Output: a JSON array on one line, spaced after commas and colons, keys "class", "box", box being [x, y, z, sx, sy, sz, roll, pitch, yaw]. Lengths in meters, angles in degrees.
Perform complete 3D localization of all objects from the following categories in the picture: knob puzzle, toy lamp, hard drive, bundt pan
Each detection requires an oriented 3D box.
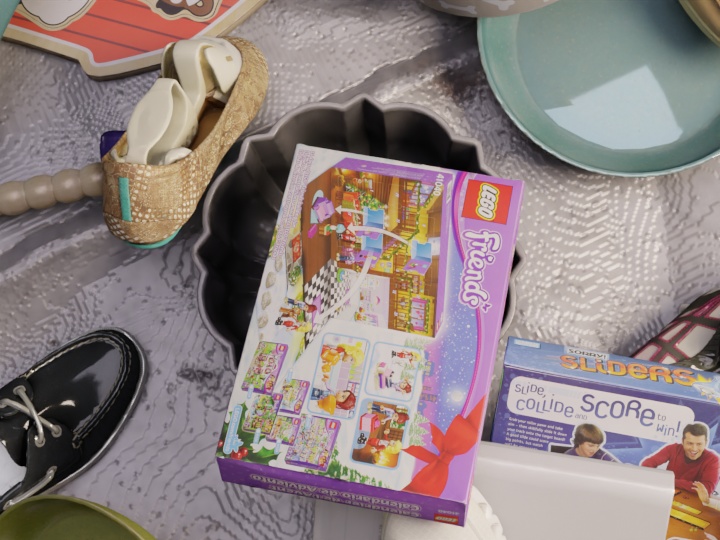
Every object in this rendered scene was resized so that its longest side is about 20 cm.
[{"class": "knob puzzle", "box": [-0.148, -0.223, 1.054, 0.218, 0.030, 0.222, -1, 76, 4]}, {"class": "toy lamp", "box": [-0.209, -0.051, 1.005, 0.198, 0.058, 0.059, -10, 76, 2]}, {"class": "hard drive", "box": [0.072, 0.160, 0.910, 0.198, 0.027, 0.133, 9, 116, 8]}, {"class": "bundt pan", "box": [0.000, 0.000, 0.966, 0.200, 0.076, 0.204, -1, 76, 3]}]

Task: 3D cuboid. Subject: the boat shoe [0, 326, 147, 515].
[{"class": "boat shoe", "box": [-0.213, 0.109, 0.964, 0.076, 0.060, 0.200, 41, 83, 12]}]

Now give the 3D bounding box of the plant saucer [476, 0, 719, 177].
[{"class": "plant saucer", "box": [0.174, -0.151, 1.011, 0.198, 0.036, 0.202, -1, 76, 4]}]

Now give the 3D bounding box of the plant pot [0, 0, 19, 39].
[{"class": "plant pot", "box": [-0.320, -0.148, 0.975, 0.141, 0.141, 0.201, 14, 81, 37]}]

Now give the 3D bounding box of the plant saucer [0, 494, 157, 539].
[{"class": "plant saucer", "box": [-0.142, 0.218, 0.898, 0.199, 0.031, 0.202, 12, 112, 33]}]

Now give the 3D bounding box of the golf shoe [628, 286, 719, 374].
[{"class": "golf shoe", "box": [0.199, 0.064, 0.945, 0.199, 0.088, 0.077, -30, 109, 17]}]

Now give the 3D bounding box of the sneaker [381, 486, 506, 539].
[{"class": "sneaker", "box": [0.047, 0.208, 0.872, 0.074, 0.081, 0.202, -4, 103, 14]}]

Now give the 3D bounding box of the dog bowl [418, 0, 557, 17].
[{"class": "dog bowl", "box": [0.089, -0.247, 0.999, 0.198, 0.059, 0.201, -9, 58, 15]}]

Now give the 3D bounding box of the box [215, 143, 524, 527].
[{"class": "box", "box": [0.009, 0.032, 0.875, 0.136, 0.039, 0.201, 10, 62, 7]}]

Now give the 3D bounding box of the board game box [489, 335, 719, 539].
[{"class": "board game box", "box": [0.171, 0.121, 0.907, 0.198, 0.035, 0.136, 11, 116, 5]}]

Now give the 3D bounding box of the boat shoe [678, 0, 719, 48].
[{"class": "boat shoe", "box": [0.219, -0.226, 0.975, 0.073, 0.063, 0.201, -20, 76, -2]}]

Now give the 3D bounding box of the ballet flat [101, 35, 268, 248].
[{"class": "ballet flat", "box": [-0.104, -0.099, 0.957, 0.070, 0.066, 0.201, 4, 44, 12]}]
